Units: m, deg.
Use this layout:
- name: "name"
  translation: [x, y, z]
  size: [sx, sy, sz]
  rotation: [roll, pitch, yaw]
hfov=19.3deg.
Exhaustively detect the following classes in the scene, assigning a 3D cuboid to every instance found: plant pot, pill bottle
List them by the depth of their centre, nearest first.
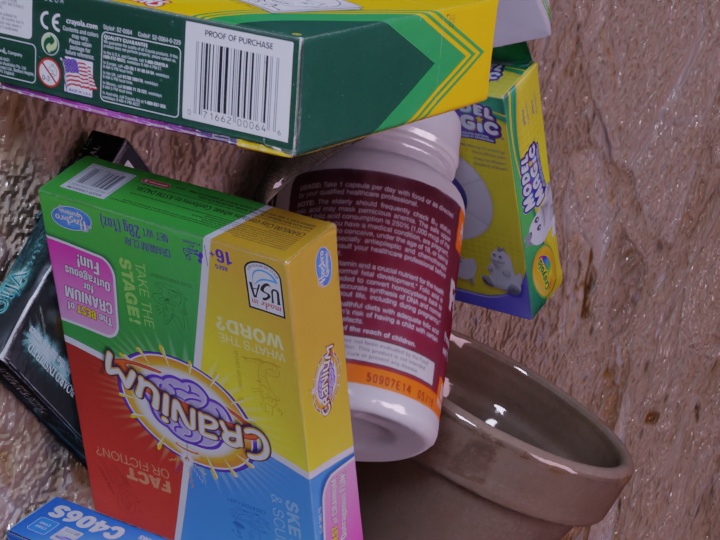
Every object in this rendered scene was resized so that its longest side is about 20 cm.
- name: "pill bottle"
  translation: [0.000, 0.000, 1.224]
  size: [0.114, 0.114, 0.200]
  rotation: [44, 49, -57]
- name: "plant pot"
  translation: [0.050, 0.149, 1.364]
  size: [0.200, 0.200, 0.175]
  rotation: [8, 113, -60]

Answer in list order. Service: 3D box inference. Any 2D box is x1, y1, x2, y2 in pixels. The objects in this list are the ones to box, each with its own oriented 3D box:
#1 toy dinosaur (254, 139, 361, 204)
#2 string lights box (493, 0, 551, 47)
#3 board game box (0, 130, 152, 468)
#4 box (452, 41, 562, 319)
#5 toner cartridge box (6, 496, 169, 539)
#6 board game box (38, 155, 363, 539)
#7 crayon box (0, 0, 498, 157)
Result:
- name: "toy dinosaur"
  translation: [-0.017, -0.114, 1.159]
  size: [0.200, 0.102, 0.077]
  rotation: [-75, 171, -46]
- name: "string lights box"
  translation: [0.070, -0.240, 1.243]
  size: [0.103, 0.059, 0.200]
  rotation: [58, 29, -52]
- name: "board game box"
  translation: [-0.126, 0.035, 1.145]
  size: [0.135, 0.028, 0.200]
  rotation: [-62, 148, -20]
- name: "box"
  translation: [0.058, -0.069, 1.320]
  size: [0.048, 0.117, 0.200]
  rotation: [-47, 140, -40]
- name: "toner cartridge box"
  translation: [-0.137, 0.230, 1.153]
  size: [0.043, 0.095, 0.200]
  rotation: [-34, 131, -48]
- name: "board game box"
  translation: [-0.077, 0.053, 1.055]
  size: [0.040, 0.153, 0.200]
  rotation: [-40, 136, -43]
- name: "crayon box"
  translation: [-0.063, -0.113, 1.012]
  size: [0.173, 0.200, 0.058]
  rotation: [-23, 122, -54]
